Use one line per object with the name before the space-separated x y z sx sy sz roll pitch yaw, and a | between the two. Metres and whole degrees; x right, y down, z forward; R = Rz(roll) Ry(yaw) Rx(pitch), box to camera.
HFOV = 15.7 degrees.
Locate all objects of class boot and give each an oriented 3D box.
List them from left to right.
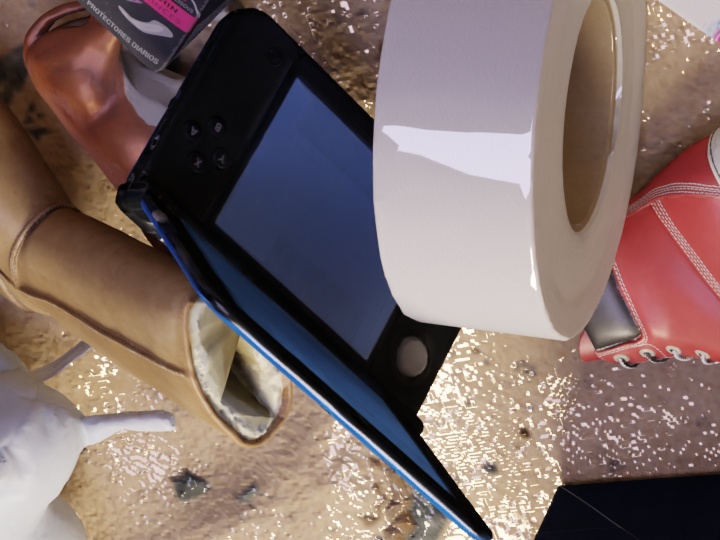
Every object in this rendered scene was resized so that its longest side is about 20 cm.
boot | -0.132 -0.013 1.264 0.200 0.066 0.175 28 160 46
boot | 0.187 0.040 1.238 0.144 0.072 0.200 -35 94 34

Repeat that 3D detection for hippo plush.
hippo plush | -0.211 0.113 1.416 0.200 0.159 0.161 -21 139 -14

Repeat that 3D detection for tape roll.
tape roll | 0.069 -0.071 1.137 0.071 0.202 0.203 6 121 17

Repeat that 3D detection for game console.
game console | 0.000 0.000 1.177 0.118 0.171 0.200 0 145 49

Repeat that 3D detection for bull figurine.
bull figurine | -0.080 -0.057 1.286 0.121 0.065 0.200 -35 104 31

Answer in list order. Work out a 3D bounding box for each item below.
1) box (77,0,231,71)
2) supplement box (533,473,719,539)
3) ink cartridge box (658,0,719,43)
box | -0.073 -0.192 1.126 0.122 0.106 0.200 42 153 -1
supplement box | 0.196 0.219 1.297 0.200 0.134 0.200 -6 116 24
ink cartridge box | 0.174 -0.145 1.103 0.200 0.115 0.068 36 124 -1
